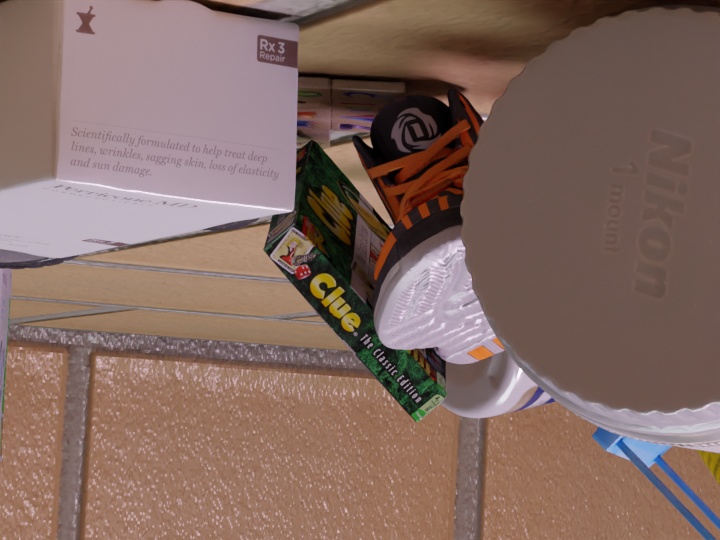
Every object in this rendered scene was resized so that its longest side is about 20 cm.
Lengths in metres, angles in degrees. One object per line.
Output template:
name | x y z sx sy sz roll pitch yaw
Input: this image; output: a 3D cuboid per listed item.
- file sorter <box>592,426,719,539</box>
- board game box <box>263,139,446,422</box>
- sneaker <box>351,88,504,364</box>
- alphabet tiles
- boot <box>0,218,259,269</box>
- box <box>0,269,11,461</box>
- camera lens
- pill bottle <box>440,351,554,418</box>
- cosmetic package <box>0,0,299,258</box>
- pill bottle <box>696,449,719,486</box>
file sorter | 0.256 0.073 1.471 0.123 0.200 0.139 48 -173 18
board game box | 0.000 0.000 1.210 0.105 0.023 0.200 46 -170 -10
sneaker | 0.029 -0.027 1.110 0.077 0.112 0.200 -23 167 3
alphabet tiles | -0.064 -0.077 1.236 0.167 0.008 0.200 3 175 -1
boot | -0.154 -0.051 1.243 0.200 0.070 0.132 -12 166 27
box | -0.342 0.069 2.112 0.097 0.177 0.200 4 175 -5
camera lens | 0.134 -0.011 0.979 0.160 0.160 0.200 1 175 20
pill bottle | 0.131 0.014 1.473 0.200 0.111 0.111 -10 -176 -36
cosmetic package | -0.122 -0.057 1.047 0.113 0.081 0.200 6 173 -32
pill bottle | 0.181 0.028 1.131 0.113 0.200 0.113 -26 156 -13
